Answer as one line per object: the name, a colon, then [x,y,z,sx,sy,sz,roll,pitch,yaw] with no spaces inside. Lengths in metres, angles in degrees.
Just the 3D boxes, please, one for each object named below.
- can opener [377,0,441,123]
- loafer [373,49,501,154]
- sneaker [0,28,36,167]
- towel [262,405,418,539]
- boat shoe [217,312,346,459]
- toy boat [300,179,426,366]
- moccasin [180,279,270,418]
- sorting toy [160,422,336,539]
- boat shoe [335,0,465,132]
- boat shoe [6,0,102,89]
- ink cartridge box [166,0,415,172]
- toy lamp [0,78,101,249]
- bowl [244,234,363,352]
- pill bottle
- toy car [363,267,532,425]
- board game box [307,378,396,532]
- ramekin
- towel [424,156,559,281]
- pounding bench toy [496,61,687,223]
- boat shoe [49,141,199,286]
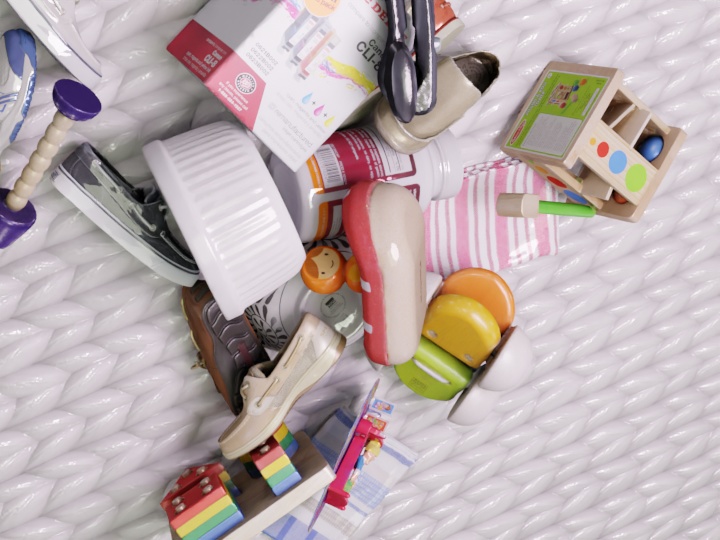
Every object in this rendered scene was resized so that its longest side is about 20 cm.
can opener: [0.049,-0.246,1.266,0.063,0.079,0.201,-5,105,-15]
loafer: [0.086,-0.194,1.418,0.076,0.068,0.200,49,47,-2]
sneaker: [-0.384,-0.150,1.280,0.088,0.075,0.201,18,105,-28]
towel: [-0.034,0.278,1.664,0.147,0.024,0.200,38,95,-31]
boat shoe: [-0.101,0.129,1.458,0.065,0.072,0.200,39,109,-13]
toy boat: [0.000,0.000,1.378,0.130,0.131,0.201,3,125,9]
moccasin: [-0.156,0.095,1.498,0.074,0.078,0.202,-41,129,-19]
sorting toy: [-0.144,0.248,1.511,0.200,0.199,0.070,-35,100,-7]
boat shoe: [0.022,-0.228,1.429,0.200,0.071,0.063,-40,86,14]
boat shoe: [-0.306,-0.267,1.267,0.066,0.072,0.200,-40,118,-5]
ink cartridge box: [-0.067,-0.237,1.336,0.200,0.145,0.145,-47,123,0]
toy lamp: [-0.328,-0.102,1.314,0.058,0.058,0.200,23,122,-30]
bowl: [-0.045,0.026,1.500,0.200,0.094,0.202,-9,117,-18]
pill bottle: [0.008,-0.103,1.448,0.199,0.113,0.113,-13,118,-22]
toy car: [0.115,0.072,1.549,0.175,0.150,0.200,33,141,2]
board game box: [-0.004,0.228,1.549,0.039,0.158,0.201,24,107,6]
ramekin: [-0.137,-0.061,1.353,0.105,0.200,0.201,-27,121,-6]
towel: [0.157,-0.059,1.585,0.199,0.030,0.147,-16,120,-16]
pounding bench toy: [0.259,-0.115,1.523,0.156,0.124,0.200,35,83,-32]
boat shoe: [-0.236,-0.061,1.394,0.068,0.072,0.200,-46,115,4]
